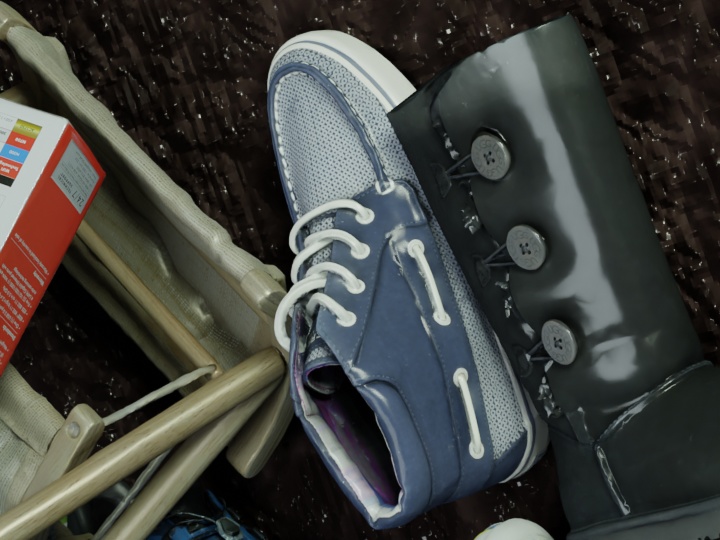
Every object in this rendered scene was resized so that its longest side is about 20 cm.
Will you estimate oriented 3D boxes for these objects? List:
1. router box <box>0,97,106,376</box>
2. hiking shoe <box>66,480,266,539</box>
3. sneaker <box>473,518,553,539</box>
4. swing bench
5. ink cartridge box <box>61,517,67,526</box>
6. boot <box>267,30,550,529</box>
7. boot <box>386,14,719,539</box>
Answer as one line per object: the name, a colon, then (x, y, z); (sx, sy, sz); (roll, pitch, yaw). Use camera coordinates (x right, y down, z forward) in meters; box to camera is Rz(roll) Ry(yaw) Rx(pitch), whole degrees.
router box: (-0.232, -0.003, 0.975); (0.200, 0.049, 0.180); (19, 72, 21)
hiking shoe: (-0.067, 0.139, 1.064); (0.200, 0.074, 0.087); (0, 104, 41)
sneaker: (0.028, 0.186, 0.990); (0.105, 0.076, 0.200); (16, 115, 32)
swing bench: (-0.149, 0.029, 1.040); (0.199, 0.200, 0.130); (46, 173, 27)
ink cartridge box: (-0.160, 0.240, 1.177); (0.148, 0.076, 0.200); (-39, 76, 42)
boot: (0.000, 0.000, 0.949); (0.073, 0.090, 0.200); (-36, 80, 42)
boot: (0.106, -0.002, 0.881); (0.165, 0.066, 0.200); (-24, 83, 41)
